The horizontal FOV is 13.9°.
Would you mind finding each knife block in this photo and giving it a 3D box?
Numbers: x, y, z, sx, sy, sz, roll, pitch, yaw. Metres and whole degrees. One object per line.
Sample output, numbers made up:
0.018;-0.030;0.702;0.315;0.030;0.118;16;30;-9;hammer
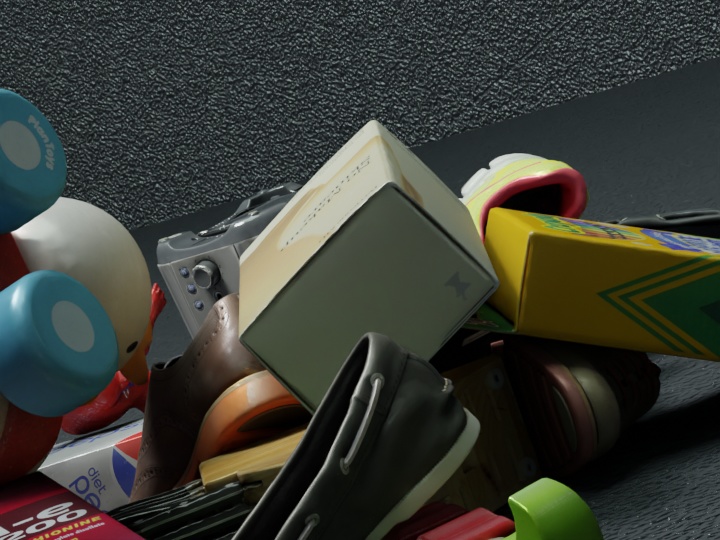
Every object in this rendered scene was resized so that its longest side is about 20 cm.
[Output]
-0.036;0.111;1.379;0.175;0.064;0.200;-14;9;40;knife block

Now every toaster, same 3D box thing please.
-0.040;0.009;1.982;0.113;0.130;0.200;-14;9;34;toaster

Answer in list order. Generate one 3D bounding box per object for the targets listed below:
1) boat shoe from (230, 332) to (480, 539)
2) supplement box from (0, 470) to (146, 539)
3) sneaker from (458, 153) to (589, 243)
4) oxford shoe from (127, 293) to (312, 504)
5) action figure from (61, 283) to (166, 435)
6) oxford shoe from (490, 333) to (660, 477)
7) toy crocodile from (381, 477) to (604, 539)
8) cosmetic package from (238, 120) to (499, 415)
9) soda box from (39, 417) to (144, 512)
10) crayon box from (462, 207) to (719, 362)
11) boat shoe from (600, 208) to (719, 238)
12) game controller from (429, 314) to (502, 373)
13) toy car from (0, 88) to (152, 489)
-0.036;0.108;1.112;0.200;0.057;0.067;-49;15;-20;boat shoe
-0.137;0.148;1.213;0.109;0.061;0.200;-22;18;-22;supplement box
0.056;0.012;1.616;0.200;0.078;0.090;-56;15;-14;sneaker
-0.077;0.083;1.470;0.071;0.073;0.200;-9;-27;-32;oxford shoe
-0.107;0.047;1.669;0.199;0.099;0.065;2;-26;-30;action figure
0.110;0.052;1.424;0.075;0.071;0.200;-16;6;-3;oxford shoe
0.027;0.116;1.146;0.067;0.062;0.200;-22;6;-26;toy crocodile
0.000;0.000;1.381;0.105;0.071;0.200;-46;9;5;cosmetic package
-0.090;0.107;1.588;0.199;0.064;0.068;-18;7;19;soda box
0.133;0.008;1.401;0.199;0.052;0.126;7;5;-7;crayon box
0.141;0.008;1.688;0.199;0.075;0.066;-11;-6;-3;boat shoe
0.046;0.053;1.531;0.042;0.105;0.200;30;35;29;game controller
-0.157;0.028;1.389;0.184;0.177;0.200;-32;-23;34;toy car
